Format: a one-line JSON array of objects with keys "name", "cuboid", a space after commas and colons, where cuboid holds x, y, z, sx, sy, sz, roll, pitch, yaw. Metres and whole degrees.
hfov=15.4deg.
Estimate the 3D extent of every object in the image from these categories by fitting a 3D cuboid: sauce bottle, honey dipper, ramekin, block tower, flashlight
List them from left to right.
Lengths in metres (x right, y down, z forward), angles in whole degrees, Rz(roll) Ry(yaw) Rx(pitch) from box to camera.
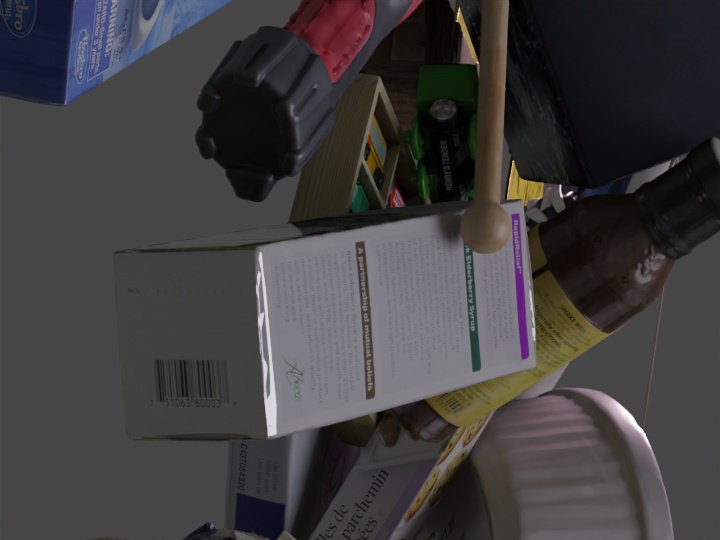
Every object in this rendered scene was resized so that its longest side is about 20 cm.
[{"name": "flashlight", "cuboid": [-0.014, -0.116, 1.197, 0.068, 0.068, 0.200, -37, -169, 37]}, {"name": "block tower", "cuboid": [0.023, -0.110, 1.403, 0.200, 0.057, 0.054, 49, 45, -73]}, {"name": "honey dipper", "cuboid": [0.057, -0.099, 1.178, 0.038, 0.038, 0.201, 75, 18, -66]}, {"name": "ramekin", "cuboid": [0.077, 0.162, 1.408, 0.202, 0.094, 0.204, -177, -90, -66]}, {"name": "sauce bottle", "cuboid": [0.097, 0.008, 1.261, 0.065, 0.200, 0.065, 46, 24, -27]}]

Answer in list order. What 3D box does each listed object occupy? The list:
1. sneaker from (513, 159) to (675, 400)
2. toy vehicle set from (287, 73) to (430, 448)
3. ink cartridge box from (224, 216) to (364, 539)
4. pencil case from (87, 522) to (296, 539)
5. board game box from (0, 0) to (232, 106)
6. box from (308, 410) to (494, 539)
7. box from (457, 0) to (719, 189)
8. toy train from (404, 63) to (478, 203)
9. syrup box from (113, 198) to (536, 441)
[{"name": "sneaker", "cuboid": [0.071, -0.016, 1.490, 0.201, 0.146, 0.081, -61, 175, 19]}, {"name": "toy vehicle set", "cuboid": [0.000, 0.000, 1.312, 0.200, 0.026, 0.125, 64, 38, -67]}, {"name": "ink cartridge box", "cuboid": [-0.021, 0.051, 1.412, 0.200, 0.043, 0.197, -58, 157, -54]}, {"name": "pencil case", "cuboid": [-0.080, 0.149, 1.143, 0.090, 0.078, 0.200, -57, 168, 3]}, {"name": "board game box", "cuboid": [-0.075, -0.177, 0.926, 0.199, 0.043, 0.201, -50, 150, -68]}, {"name": "box", "cuboid": [0.026, 0.095, 1.347, 0.201, 0.039, 0.041, -59, 157, 9]}, {"name": "box", "cuboid": [0.116, -0.153, 1.342, 0.200, 0.117, 0.198, -156, -134, -82]}, {"name": "toy train", "cuboid": [0.051, -0.029, 1.365, 0.200, 0.041, 0.057, 80, 13, -52]}, {"name": "syrup box", "cuboid": [-0.010, 0.019, 1.142, 0.200, 0.078, 0.082, -10, 97, -53]}]
